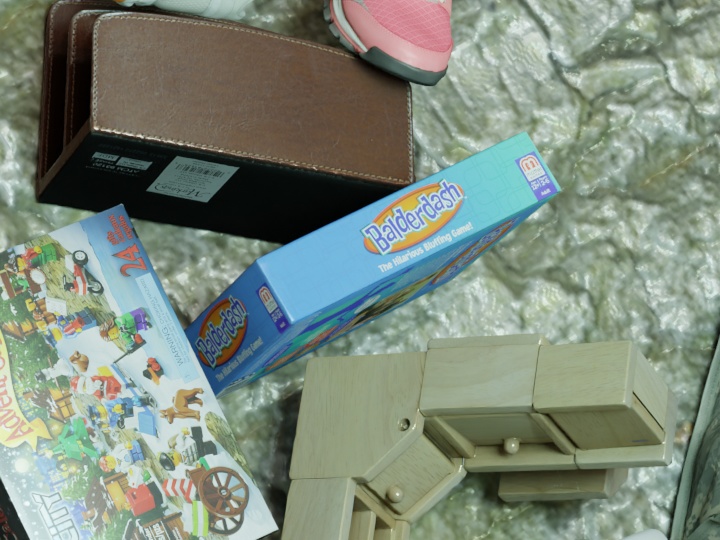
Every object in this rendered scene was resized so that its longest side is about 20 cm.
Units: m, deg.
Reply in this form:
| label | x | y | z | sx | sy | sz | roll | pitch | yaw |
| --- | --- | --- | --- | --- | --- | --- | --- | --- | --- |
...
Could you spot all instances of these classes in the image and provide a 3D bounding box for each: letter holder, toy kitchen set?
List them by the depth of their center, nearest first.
| label | x | y | z | sx | sy | sz | roll | pitch | yaw |
| --- | --- | --- | --- | --- | --- | --- | --- | --- | --- |
| toy kitchen set | 0.080 | 0.153 | 1.678 | 0.163 | 0.200 | 0.181 | 47 | 46 | -53 |
| letter holder | -0.079 | -0.107 | 1.737 | 0.200 | 0.101 | 0.142 | 10 | 64 | -21 |

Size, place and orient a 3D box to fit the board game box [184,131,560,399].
| label | x | y | z | sx | sy | sz | roll | pitch | yaw |
| --- | --- | --- | --- | --- | --- | --- | --- | --- | --- |
| board game box | 0.000 | 0.000 | 1.699 | 0.200 | 0.152 | 0.045 | -26 | 81 | -32 |

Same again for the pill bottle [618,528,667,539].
| label | x | y | z | sx | sy | sz | roll | pitch | yaw |
| --- | --- | --- | --- | --- | --- | --- | --- | --- | --- |
| pill bottle | 0.164 | 0.260 | 1.693 | 0.112 | 0.112 | 0.200 | -18 | 78 | -30 |

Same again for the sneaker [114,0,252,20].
| label | x | y | z | sx | sy | sz | roll | pitch | yaw |
| --- | --- | --- | --- | --- | --- | --- | --- | --- | --- |
| sneaker | -0.100 | -0.208 | 1.756 | 0.092 | 0.076 | 0.200 | 20 | 36 | -16 |

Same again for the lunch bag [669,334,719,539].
| label | x | y | z | sx | sy | sz | roll | pitch | yaw |
| --- | --- | --- | --- | --- | --- | --- | --- | --- | --- |
| lunch bag | 0.298 | 0.103 | 1.820 | 0.164 | 0.118 | 0.200 | 24 | 56 | -15 |

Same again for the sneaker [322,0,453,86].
| label | x | y | z | sx | sy | sz | roll | pitch | yaw |
| --- | --- | --- | --- | --- | --- | --- | --- | --- | --- |
| sneaker | 0.026 | -0.193 | 1.759 | 0.074 | 0.087 | 0.200 | 18 | 38 | -21 |

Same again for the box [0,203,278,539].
| label | x | y | z | sx | sy | sz | roll | pitch | yaw |
| --- | --- | --- | --- | --- | --- | --- | --- | --- | --- |
| box | -0.148 | 0.080 | 1.584 | 0.137 | 0.038 | 0.200 | -24 | 85 | -32 |
